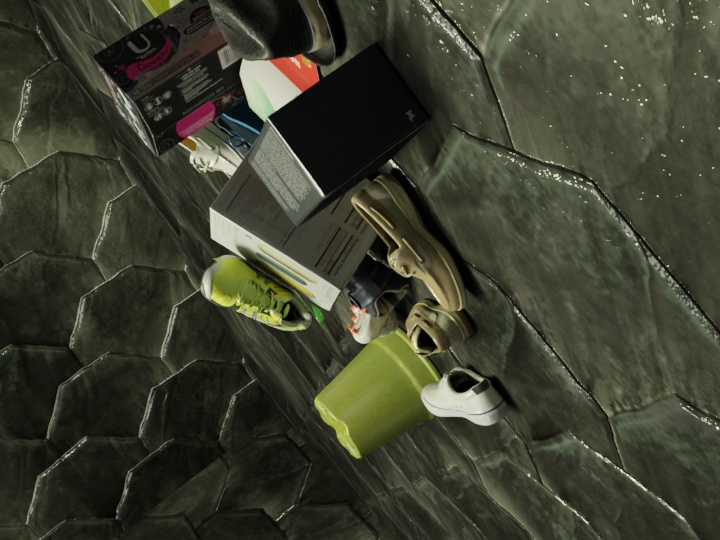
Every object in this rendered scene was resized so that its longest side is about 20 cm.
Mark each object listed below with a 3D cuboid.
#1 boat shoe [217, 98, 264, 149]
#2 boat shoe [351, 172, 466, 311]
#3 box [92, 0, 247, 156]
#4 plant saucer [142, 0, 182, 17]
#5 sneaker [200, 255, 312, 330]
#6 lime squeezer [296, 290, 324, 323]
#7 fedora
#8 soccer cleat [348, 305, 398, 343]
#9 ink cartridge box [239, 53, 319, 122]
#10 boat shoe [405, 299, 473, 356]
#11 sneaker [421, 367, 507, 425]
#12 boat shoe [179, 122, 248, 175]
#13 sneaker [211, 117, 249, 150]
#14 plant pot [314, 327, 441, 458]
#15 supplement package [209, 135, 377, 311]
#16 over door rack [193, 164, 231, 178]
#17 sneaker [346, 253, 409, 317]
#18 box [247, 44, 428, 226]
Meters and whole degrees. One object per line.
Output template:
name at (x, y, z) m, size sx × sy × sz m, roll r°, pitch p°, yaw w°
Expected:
boat shoe at (-0.164, -0.211, 1.557) m, size 0.200 × 0.084 × 0.069 m, roll 45°, pitch 150°, yaw 39°
boat shoe at (0.062, -0.025, 1.283) m, size 0.200 × 0.065 × 0.072 m, roll 57°, pitch 166°, yaw -11°
box at (-0.255, -0.286, 1.438) m, size 0.115 × 0.200 × 0.132 m, roll 45°, pitch 163°, yaw 26°
plant saucer at (-0.313, -0.448, 1.557) m, size 0.200 × 0.048 × 0.200 m, roll 52°, pitch 166°, yaw 6°
sneaker at (-0.139, 0.032, 1.408) m, size 0.076 × 0.076 × 0.200 m, roll 16°, pitch 174°, yaw 39°
lime squeezer at (-0.064, 0.026, 1.507) m, size 0.071 × 0.038 × 0.200 m, roll 35°, pitch -171°, yaw -1°
fedora at (-0.115, -0.300, 1.177) m, size 0.201 × 0.092 × 0.201 m, roll 49°, pitch 166°, yaw 17°
soccer cleat at (0.027, 0.079, 1.620) m, size 0.077 × 0.069 × 0.200 m, roll 32°, pitch -172°, yaw -5°
ink cartridge box at (-0.108, -0.251, 1.369) m, size 0.161 × 0.050 × 0.200 m, roll 46°, pitch 166°, yaw 27°
boat shoe at (0.097, 0.088, 1.465) m, size 0.072 × 0.065 × 0.200 m, roll 55°, pitch 166°, yaw -7°
sneaker at (0.150, 0.179, 1.528) m, size 0.200 × 0.073 × 0.071 m, roll -1°, pitch 116°, yaw 62°
boat shoe at (-0.240, -0.188, 1.617) m, size 0.200 × 0.070 × 0.071 m, roll 40°, pitch 157°, yaw 15°
sneaker at (-0.229, -0.245, 1.697) m, size 0.199 × 0.079 × 0.130 m, roll 40°, pitch 155°, yaw 11°
plant pot at (0.028, 0.220, 1.754) m, size 0.200 × 0.184 × 0.201 m, roll 49°, pitch 165°, yaw 18°
supplement package at (-0.081, -0.070, 1.372) m, size 0.200 × 0.151 × 0.152 m, roll 32°, pitch 165°, yaw 1°
over door rack at (-0.172, -0.134, 1.747) m, size 0.200 × 0.067 × 0.148 m, roll 33°, pitch -178°, yaw -39°
sneaker at (-0.001, 0.001, 1.556) m, size 0.146 × 0.077 × 0.202 m, roll 37°, pitch -171°, yaw -7°
box at (-0.032, -0.147, 1.159) m, size 0.107 × 0.148 × 0.200 m, roll 54°, pitch 165°, yaw -2°
